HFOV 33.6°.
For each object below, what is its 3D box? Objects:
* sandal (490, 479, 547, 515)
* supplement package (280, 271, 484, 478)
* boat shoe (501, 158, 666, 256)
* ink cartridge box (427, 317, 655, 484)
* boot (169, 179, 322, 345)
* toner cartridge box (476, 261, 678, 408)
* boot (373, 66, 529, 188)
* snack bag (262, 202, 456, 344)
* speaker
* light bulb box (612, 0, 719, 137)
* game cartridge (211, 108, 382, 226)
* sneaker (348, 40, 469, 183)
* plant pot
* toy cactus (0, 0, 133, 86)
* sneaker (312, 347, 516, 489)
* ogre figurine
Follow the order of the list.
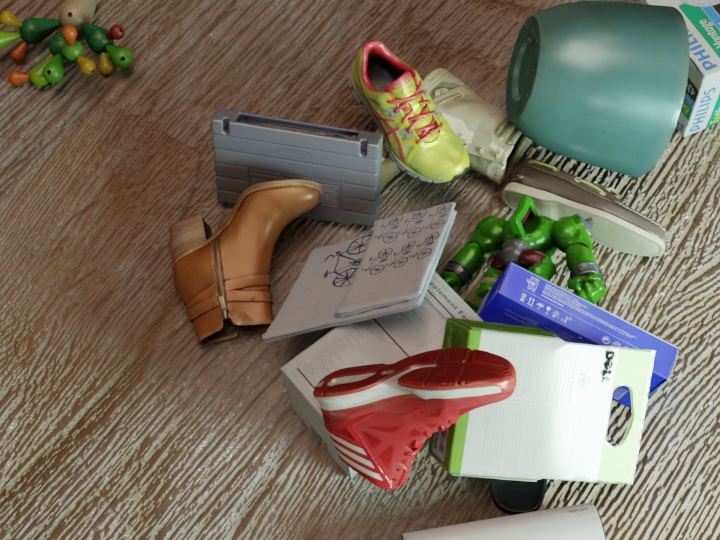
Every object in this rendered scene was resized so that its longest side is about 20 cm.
[{"bbox_3d":[0.177,0.160,1.278,0.075,0.048,0.201,1,62,5],"label":"sandal"},{"bbox_3d":[0.031,0.107,1.282,0.200,0.110,0.114,-35,65,-15],"label":"supplement package"},{"bbox_3d":[0.268,-0.076,1.395,0.200,0.072,0.060,22,67,21],"label":"boat shoe"},{"bbox_3d":[0.182,0.135,1.209,0.200,0.076,0.148,7,95,-14],"label":"ink cartridge box"},{"bbox_3d":[-0.119,-0.009,1.372,0.200,0.074,0.155,-23,66,13],"label":"boot"},{"bbox_3d":[0.226,0.071,1.272,0.200,0.095,0.043,28,63,0],"label":"toner cartridge box"},{"bbox_3d":[0.103,-0.142,1.442,0.155,0.072,0.200,33,67,17],"label":"boot"},{"bbox_3d":[0.000,0.000,1.311,0.200,0.021,0.189,-15,29,28],"label":"snack bag"},{"bbox_3d":[0.142,0.287,1.192,0.200,0.081,0.081,-10,61,-2],"label":"speaker"},{"bbox_3d":[0.445,-0.303,1.479,0.200,0.125,0.198,-23,62,-10],"label":"light bulb box"},{"bbox_3d":[-0.074,-0.120,1.405,0.200,0.130,0.038,10,48,9],"label":"game cartridge"},{"bbox_3d":[0.053,-0.184,1.375,0.078,0.090,0.200,-36,73,-15],"label":"sneaker"},{"bbox_3d":[0.262,-0.220,1.380,0.161,0.201,0.201,9,61,-9],"label":"plant pot"},{"bbox_3d":[-0.391,-0.315,1.563,0.200,0.102,0.165,1,51,14],"label":"toy cactus"},{"bbox_3d":[0.062,0.145,1.148,0.200,0.116,0.078,-6,22,24],"label":"sneaker"},{"bbox_3d":[0.186,-0.013,1.343,0.200,0.098,0.120,-16,41,47],"label":"ogre figurine"}]
